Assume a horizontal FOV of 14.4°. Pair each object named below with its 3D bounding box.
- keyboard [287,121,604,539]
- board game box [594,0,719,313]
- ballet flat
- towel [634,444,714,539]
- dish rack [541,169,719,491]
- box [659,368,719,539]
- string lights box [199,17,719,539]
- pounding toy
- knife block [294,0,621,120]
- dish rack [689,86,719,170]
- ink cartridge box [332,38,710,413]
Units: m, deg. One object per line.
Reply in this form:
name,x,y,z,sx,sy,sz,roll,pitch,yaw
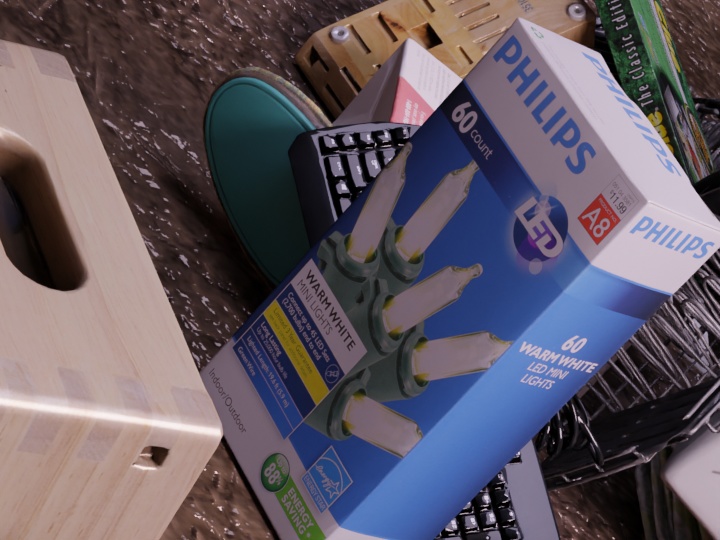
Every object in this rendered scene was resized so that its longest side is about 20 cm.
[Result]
keyboard,0.041,0.022,1.172,0.103,0.040,0.201,-5,66,-23
board game box,0.158,-0.076,1.469,0.105,0.023,0.201,41,30,-57
ballet flat,0.000,0.000,1.236,0.201,0.071,0.071,56,24,16
towel,0.211,0.177,1.305,0.199,0.048,0.172,34,26,-23
dish rack,0.147,0.019,1.256,0.055,0.153,0.200,50,60,-7
box,0.272,0.067,1.271,0.172,0.200,0.199,49,23,-1
string lights box,0.035,0.015,1.082,0.059,0.200,0.103,17,32,-48
pounding toy,-0.118,0.066,0.780,0.141,0.185,0.201,10,36,-34
knife block,0.065,-0.084,1.535,0.199,0.176,0.064,-24,58,-18
dish rack,0.228,-0.041,1.616,0.153,0.055,0.200,39,0,-7
ink cartridge box,0.076,-0.011,1.384,0.200,0.068,0.117,38,23,-12
